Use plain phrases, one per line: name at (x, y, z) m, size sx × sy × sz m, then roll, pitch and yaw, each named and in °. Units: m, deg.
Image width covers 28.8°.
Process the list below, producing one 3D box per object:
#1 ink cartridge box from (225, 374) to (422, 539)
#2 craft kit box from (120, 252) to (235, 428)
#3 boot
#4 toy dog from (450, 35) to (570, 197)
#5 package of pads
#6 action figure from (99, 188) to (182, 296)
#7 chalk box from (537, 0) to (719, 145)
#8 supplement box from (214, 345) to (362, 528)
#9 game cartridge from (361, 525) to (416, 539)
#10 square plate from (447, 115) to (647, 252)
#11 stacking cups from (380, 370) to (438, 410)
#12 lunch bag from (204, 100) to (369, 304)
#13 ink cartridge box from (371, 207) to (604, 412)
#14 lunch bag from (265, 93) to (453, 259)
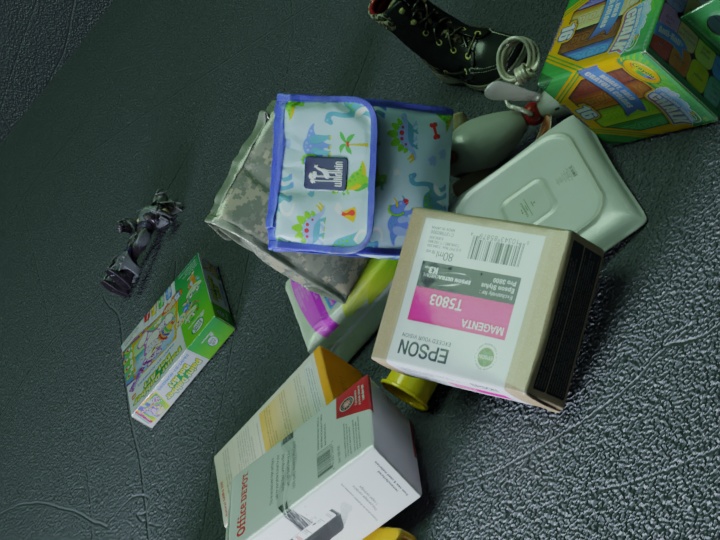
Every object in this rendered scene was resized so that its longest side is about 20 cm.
ink cartridge box at (-0.040, 0.226, 1.465) m, size 0.199 × 0.084 × 0.145 m, roll -37°, pitch 21°, yaw 14°
craft kit box at (-0.273, 0.100, 2.067) m, size 0.200 × 0.048 × 0.198 m, roll -50°, pitch 31°, yaw 13°
boot at (0.107, -0.298, 1.763) m, size 0.074 × 0.153 × 0.203 m, roll -59°, pitch 28°, yaw -8°
toy dog at (0.156, -0.161, 1.584) m, size 0.201 × 0.132 × 0.096 m, roll -52°, pitch -13°, yaw 21°
package of pads at (0.000, 0.000, 1.711) m, size 0.200 × 0.068 × 0.155 m, roll -48°, pitch 30°, yaw 14°
action figure at (-0.372, -0.059, 2.366) m, size 0.130 × 0.069 × 0.202 m, roll -22°, pitch 39°, yaw 54°
chalk box at (0.301, -0.222, 1.408) m, size 0.199 × 0.124 × 0.125 m, roll -9°, pitch 52°, yaw 56°
supplement box at (-0.076, 0.204, 1.606) m, size 0.200 × 0.073 × 0.127 m, roll -46°, pitch 29°, yaw 17°
game cartridge at (-0.036, 0.345, 1.444) m, size 0.199 × 0.032 × 0.178 m, roll -9°, pitch 53°, yaw 58°
square plate at (0.181, -0.061, 1.472) m, size 0.197 × 0.028 × 0.201 m, roll -36°, pitch 40°, yaw 14°
stacking cups at (0.094, 0.051, 1.522) m, size 0.060 × 0.060 × 0.201 m, roll 4°, pitch 60°, yaw 59°
lunch bag at (-0.072, -0.082, 1.628) m, size 0.165 × 0.199 × 0.117 m, roll -60°, pitch 30°, yaw -6°
ink cartridge box at (0.123, 0.035, 1.381) m, size 0.198 × 0.075 × 0.167 m, roll 10°, pitch 80°, yaw 40°
lunch bag at (-0.004, -0.100, 1.526) m, size 0.127 × 0.197 × 0.173 m, roll 177°, pitch 97°, yaw -68°
